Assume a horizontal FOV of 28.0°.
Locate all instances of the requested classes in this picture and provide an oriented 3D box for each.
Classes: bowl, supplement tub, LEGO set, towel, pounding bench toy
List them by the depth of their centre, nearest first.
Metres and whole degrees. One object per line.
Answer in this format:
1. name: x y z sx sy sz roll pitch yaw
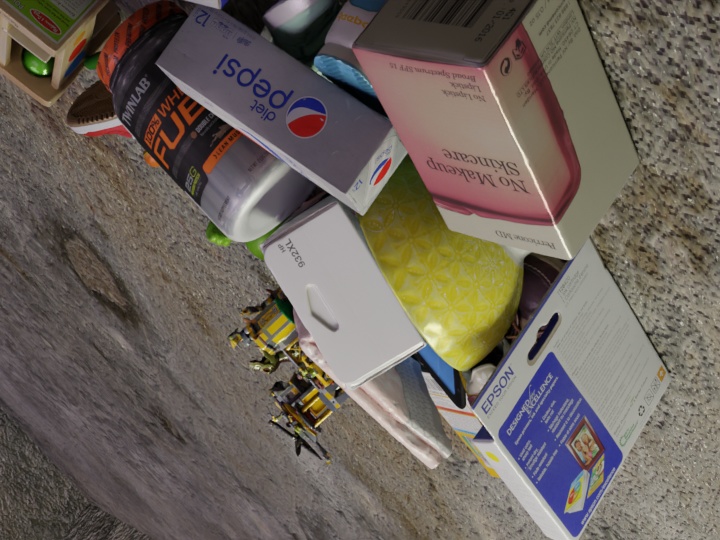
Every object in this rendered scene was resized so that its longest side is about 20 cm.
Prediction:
1. bowl: 0.087 -0.027 1.242 0.201 0.107 0.201 55 -165 -23
2. supplement tub: -0.131 -0.133 1.256 0.200 0.122 0.123 45 160 14
3. towel: 0.004 0.080 1.374 0.191 0.032 0.200 44 -170 -20
4. pounding bench toy: -0.279 -0.237 1.394 0.199 0.125 0.156 38 158 -2
5. LEGO set: -0.073 0.097 1.410 0.154 0.116 0.200 46 -169 -12

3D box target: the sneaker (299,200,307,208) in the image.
1. sneaker: -0.068 -0.123 1.369 0.098 0.071 0.201 36 156 2

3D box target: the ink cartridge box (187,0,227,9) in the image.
1. ink cartridge box: -0.131 -0.263 1.153 0.199 0.100 0.039 21 153 38

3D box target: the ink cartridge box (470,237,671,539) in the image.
1. ink cartridge box: 0.180 0.104 1.270 0.047 0.198 0.200 7 143 49

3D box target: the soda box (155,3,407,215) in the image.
1. soda box: -0.062 -0.129 1.135 0.199 0.069 0.063 35 177 18

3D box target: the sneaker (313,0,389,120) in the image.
1. sneaker: 0.035 -0.157 1.151 0.076 0.081 0.200 24 174 24

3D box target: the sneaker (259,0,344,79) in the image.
1. sneaker: -0.022 -0.179 1.183 0.118 0.074 0.200 45 167 -2

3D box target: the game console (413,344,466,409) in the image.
1. game console: 0.017 0.051 1.483 0.174 0.117 0.201 -3 143 4

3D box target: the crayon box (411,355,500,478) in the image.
1. crayon box: 0.150 0.161 1.619 0.125 0.052 0.200 6 142 52

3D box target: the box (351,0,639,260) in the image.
1. box: 0.103 -0.121 1.065 0.127 0.109 0.201 16 149 41

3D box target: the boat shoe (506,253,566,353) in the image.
1. boat shoe: 0.175 0.056 1.347 0.072 0.072 0.201 21 152 35

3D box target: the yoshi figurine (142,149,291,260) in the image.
1. yoshi figurine: -0.124 -0.083 1.489 0.200 0.112 0.112 42 151 -18

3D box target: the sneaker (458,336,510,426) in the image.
1. sneaker: 0.134 0.091 1.414 0.200 0.074 0.091 -92 -21 -72

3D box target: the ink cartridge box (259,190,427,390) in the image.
1. ink cartridge box: 0.000 0.000 1.278 0.146 0.083 0.200 58 -166 -6

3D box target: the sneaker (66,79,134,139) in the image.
1. sneaker: -0.180 -0.148 1.404 0.198 0.072 0.113 -15 138 21
